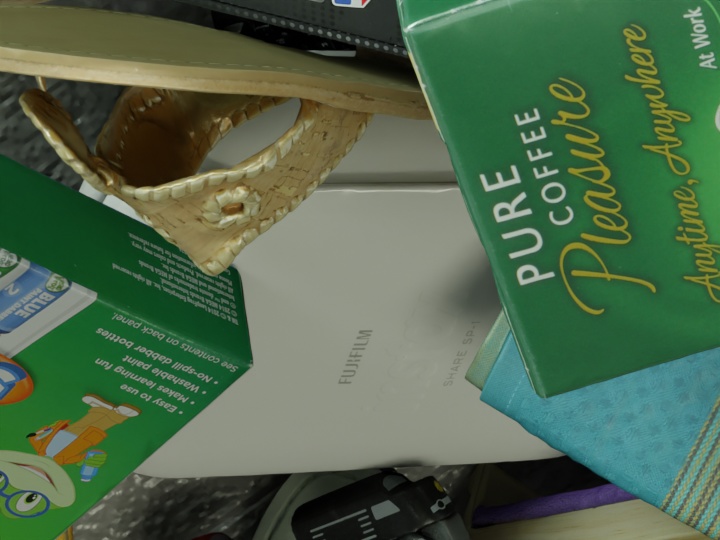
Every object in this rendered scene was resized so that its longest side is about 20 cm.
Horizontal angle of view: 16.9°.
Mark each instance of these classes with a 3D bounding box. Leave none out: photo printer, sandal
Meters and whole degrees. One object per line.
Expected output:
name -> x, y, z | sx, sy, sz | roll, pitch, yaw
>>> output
photo printer -> 0.000, 0.000, 0.796 | 0.199, 0.070, 0.167 | -1, 141, -20
sandal -> -0.028, -0.032, 0.674 | 0.211, 0.078, 0.070 | -3, 109, -34

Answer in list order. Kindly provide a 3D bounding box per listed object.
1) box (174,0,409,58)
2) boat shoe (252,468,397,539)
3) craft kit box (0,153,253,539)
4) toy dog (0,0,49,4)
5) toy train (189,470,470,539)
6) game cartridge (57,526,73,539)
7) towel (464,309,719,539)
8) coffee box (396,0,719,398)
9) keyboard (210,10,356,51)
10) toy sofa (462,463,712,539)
box -> 0.016, -0.145, 0.599 | 0.160, 0.044, 0.201 | 17, 133, 20
boat shoe -> -0.006, 0.156, 0.930 | 0.060, 0.075, 0.201 | -28, 133, -56
craft kit box -> -0.168, 0.034, 0.700 | 0.200, 0.049, 0.197 | 26, 128, -35
toy dog -> -0.165, -0.101, 0.674 | 0.199, 0.132, 0.096 | 3, 161, -17
toy train -> -0.054, 0.117, 0.865 | 0.199, 0.034, 0.046 | -24, 87, 22
game cartridge -> -0.197, 0.069, 0.797 | 0.199, 0.033, 0.177 | -3, 128, -4
towel -> 0.149, 0.022, 0.721 | 0.199, 0.022, 0.147 | 30, 98, 4
coffee box -> 0.118, -0.051, 0.584 | 0.199, 0.044, 0.123 | -18, 127, 9
keyboard -> 0.045, -0.089, 0.734 | 0.199, 0.040, 0.104 | -13, 142, 18
toy sofa -> 0.119, 0.088, 0.855 | 0.083, 0.200, 0.098 | 32, 64, -21
